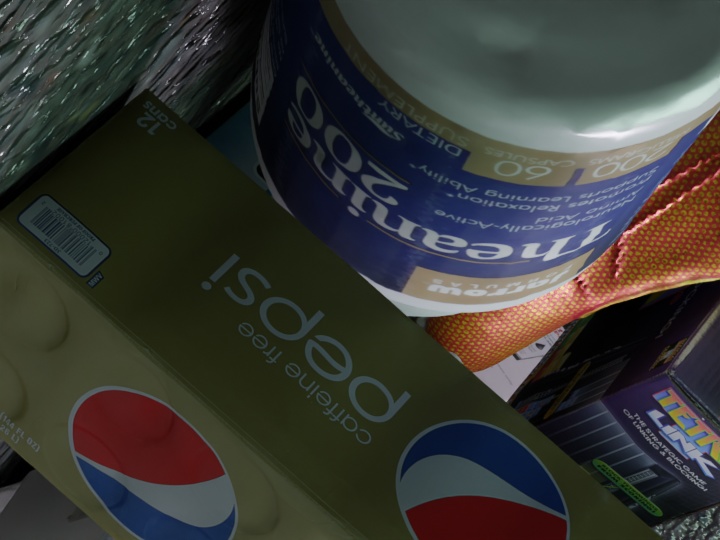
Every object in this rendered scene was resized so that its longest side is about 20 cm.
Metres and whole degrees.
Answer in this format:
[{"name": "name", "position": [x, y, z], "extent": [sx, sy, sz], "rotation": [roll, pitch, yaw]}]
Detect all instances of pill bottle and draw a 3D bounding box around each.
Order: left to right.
[{"name": "pill bottle", "position": [0.031, -0.054, 0.671], "extent": [0.111, 0.111, 0.200], "rotation": [-47, 175, -18]}]

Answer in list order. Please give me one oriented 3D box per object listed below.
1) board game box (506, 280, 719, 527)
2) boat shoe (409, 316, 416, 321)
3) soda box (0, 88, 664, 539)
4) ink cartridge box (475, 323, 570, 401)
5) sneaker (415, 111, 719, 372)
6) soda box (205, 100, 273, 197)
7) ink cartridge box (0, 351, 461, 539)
[{"name": "board game box", "position": [0.140, 0.000, 0.931], "extent": [0.200, 0.057, 0.165], "rotation": [-49, -175, -25]}, {"name": "boat shoe", "position": [0.000, 0.000, 0.924], "extent": [0.199, 0.071, 0.071], "rotation": [-24, 129, -5]}, {"name": "soda box", "position": [-0.007, 0.054, 0.647], "extent": [0.064, 0.200, 0.068], "rotation": [-44, 173, -42]}, {"name": "ink cartridge box", "position": [0.121, -0.019, 1.145], "extent": [0.147, 0.083, 0.200], "rotation": [-38, -171, -22]}, {"name": "sneaker", "position": [0.094, -0.017, 0.813], "extent": [0.200, 0.077, 0.073], "rotation": [-37, 171, 32]}, {"name": "soda box", "position": [-0.012, -0.021, 0.810], "extent": [0.200, 0.068, 0.064], "rotation": [-44, 174, -42]}, {"name": "ink cartridge box", "position": [-0.041, 0.111, 0.820], "extent": [0.199, 0.117, 0.068], "rotation": [-18, -158, 27]}]
